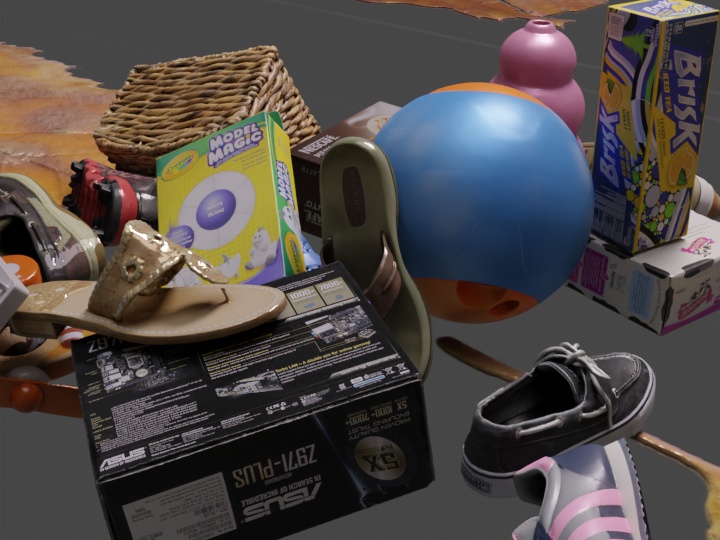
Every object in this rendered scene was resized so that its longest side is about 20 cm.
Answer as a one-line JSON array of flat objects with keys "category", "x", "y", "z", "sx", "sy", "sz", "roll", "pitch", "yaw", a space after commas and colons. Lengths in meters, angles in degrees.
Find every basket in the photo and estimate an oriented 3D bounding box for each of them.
[{"category": "basket", "x": -0.155, "y": -0.126, "z": 1.104, "sx": 0.199, "sy": 0.149, "sz": 0.143, "roll": -2, "pitch": 51, "yaw": 27}]

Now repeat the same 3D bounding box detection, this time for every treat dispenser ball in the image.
[{"category": "treat dispenser ball", "x": 0.095, "y": -0.056, "z": 0.892, "sx": 0.199, "sy": 0.202, "sz": 0.201, "roll": 1, "pitch": 27, "yaw": -1}]

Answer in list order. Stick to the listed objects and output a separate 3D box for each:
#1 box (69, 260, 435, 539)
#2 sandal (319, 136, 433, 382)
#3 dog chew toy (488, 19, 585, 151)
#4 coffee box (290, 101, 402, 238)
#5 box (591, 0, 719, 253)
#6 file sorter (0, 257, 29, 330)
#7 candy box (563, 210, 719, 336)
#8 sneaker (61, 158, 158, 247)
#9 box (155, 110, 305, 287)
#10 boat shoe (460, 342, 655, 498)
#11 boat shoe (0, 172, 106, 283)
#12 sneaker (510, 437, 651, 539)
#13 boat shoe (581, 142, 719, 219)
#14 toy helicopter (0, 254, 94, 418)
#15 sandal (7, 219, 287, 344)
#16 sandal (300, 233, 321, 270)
[{"category": "box", "x": -0.075, "y": 0.090, "z": 0.686, "sx": 0.199, "sy": 0.087, "sz": 0.164, "roll": -17, "pitch": 31, "yaw": -13}, {"category": "sandal", "x": -0.001, "y": -0.001, "z": 0.802, "sx": 0.079, "sy": 0.203, "sz": 0.057, "roll": -14, "pitch": -2, "yaw": 23}, {"category": "dog chew toy", "x": 0.176, "y": -0.156, "z": 1.094, "sx": 0.123, "sy": 0.201, "sz": 0.125, "roll": 1, "pitch": 26, "yaw": 0}, {"category": "coffee box", "x": 0.016, "y": -0.101, "z": 1.102, "sx": 0.114, "sy": 0.080, "sz": 0.200, "roll": 20, "pitch": 32, "yaw": 24}, {"category": "box", "x": 0.244, "y": -0.123, "z": 0.897, "sx": 0.070, "sy": 0.201, "sz": 0.064, "roll": -16, "pitch": 31, "yaw": -29}, {"category": "file sorter", "x": -0.351, "y": 0.005, "z": 0.748, "sx": 0.139, "sy": 0.124, "sz": 0.200, "roll": -52, "pitch": 38, "yaw": -5}, {"category": "candy box", "x": 0.249, "y": -0.022, "z": 0.989, "sx": 0.136, "sy": 0.061, "sz": 0.200, "roll": -17, "pitch": 32, "yaw": -33}, {"category": "sneaker", "x": -0.232, "y": -0.063, "z": 1.036, "sx": 0.097, "sy": 0.071, "sz": 0.200, "roll": 8, "pitch": 9, "yaw": -30}, {"category": "box", "x": -0.111, "y": -0.048, "z": 0.889, "sx": 0.117, "sy": 0.048, "sz": 0.201, "roll": -21, "pitch": 53, "yaw": 16}, {"category": "boat shoe", "x": 0.146, "y": 0.089, "z": 0.754, "sx": 0.198, "sy": 0.069, "sz": 0.073, "roll": -18, "pitch": 33, "yaw": -35}, {"category": "boat shoe", "x": -0.312, "y": -0.036, "z": 0.971, "sx": 0.200, "sy": 0.072, "sz": 0.066, "roll": 29, "pitch": 32, "yaw": 35}, {"category": "sneaker", "x": 0.128, "y": 0.174, "z": 0.604, "sx": 0.081, "sy": 0.071, "sz": 0.200, "roll": -11, "pitch": 22, "yaw": 12}, {"category": "boat shoe", "x": 0.289, "y": -0.083, "z": 1.113, "sx": 0.068, "sy": 0.075, "sz": 0.200, "roll": 18, "pitch": 8, "yaw": -34}, {"category": "toy helicopter", "x": -0.209, "y": 0.061, "z": 0.779, "sx": 0.198, "sy": 0.079, "sz": 0.133, "roll": 5, "pitch": 33, "yaw": 8}, {"category": "sandal", "x": -0.156, "y": 0.002, "z": 0.704, "sx": 0.210, "sy": 0.070, "sz": 0.078, "roll": -2, "pitch": 23, "yaw": 22}, {"category": "sandal", "x": -0.069, "y": -0.006, "z": 0.911, "sx": 0.079, "sy": 0.088, "sz": 0.200, "roll": -17, "pitch": 34, "yaw": -36}]
